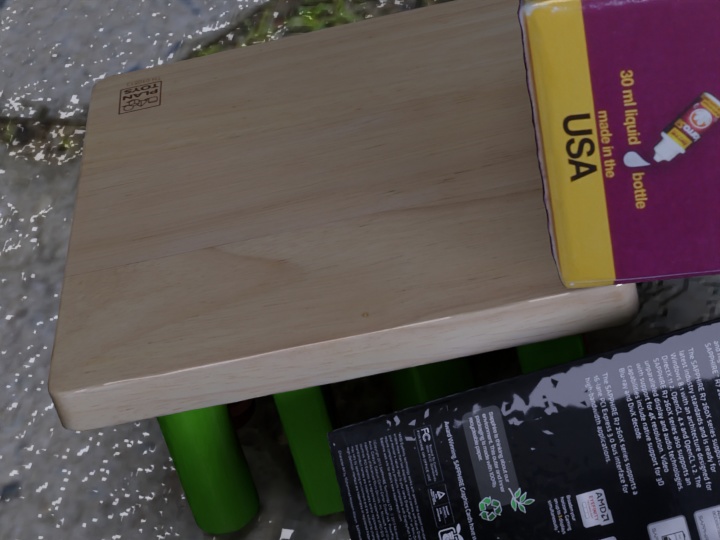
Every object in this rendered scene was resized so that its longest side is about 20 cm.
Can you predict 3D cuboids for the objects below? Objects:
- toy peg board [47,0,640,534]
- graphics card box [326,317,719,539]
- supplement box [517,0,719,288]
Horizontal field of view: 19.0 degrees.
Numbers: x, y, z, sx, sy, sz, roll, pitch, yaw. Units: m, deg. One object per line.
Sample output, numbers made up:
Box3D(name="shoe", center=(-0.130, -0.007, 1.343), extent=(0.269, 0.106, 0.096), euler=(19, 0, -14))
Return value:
Box3D(name="toy peg board", center=(0.000, 0.000, 0.807), extent=(0.199, 0.098, 0.200), euler=(-11, 36, 7))
Box3D(name="graphics card box", center=(0.099, 0.086, 0.681), extent=(0.199, 0.051, 0.126), euler=(-18, 77, 12))
Box3D(name="supplement box", center=(0.154, -0.078, 0.679), extent=(0.199, 0.104, 0.131), euler=(-6, 30, 8))
